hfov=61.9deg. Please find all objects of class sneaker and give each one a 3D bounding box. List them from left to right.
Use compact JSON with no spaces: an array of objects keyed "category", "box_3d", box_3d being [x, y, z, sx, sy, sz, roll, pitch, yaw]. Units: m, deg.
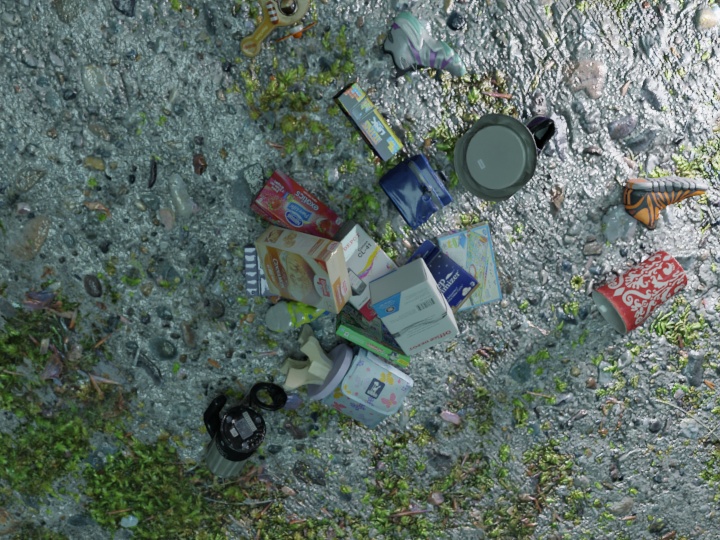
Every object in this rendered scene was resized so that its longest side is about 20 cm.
[{"category":"sneaker","box_3d":[-0.143,0.108,1.506,0.197,0.104,0.078,-18,76,32]},{"category":"sneaker","box_3d":[0.131,-0.468,1.362,0.199,0.078,0.141,37,102,-4]},{"category":"sneaker","box_3d":[0.383,-0.282,1.425,0.075,0.088,0.201,35,101,-13]},{"category":"sneaker","box_3d":[0.757,-0.172,1.502,0.195,0.078,0.115,0,111,7]}]

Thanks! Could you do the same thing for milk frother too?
[{"category":"milk frother","box_3d":[-0.295,0.408,1.558,0.196,0.183,0.189,-4,148,-32]}]

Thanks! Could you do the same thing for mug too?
[{"category":"mug","box_3d":[0.719,0.056,1.552,0.198,0.178,0.135,-35,70,2]}]

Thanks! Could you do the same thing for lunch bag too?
[{"category":"lunch bag","box_3d":[0.015,0.291,1.510,0.168,0.129,0.200,32,133,-13]},{"category":"lunch bag","box_3d":[0.131,-0.189,1.375,0.131,0.200,0.137,-37,101,4]}]

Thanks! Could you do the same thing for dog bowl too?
[{"category":"dog bowl","box_3d":[0.319,-0.266,1.399,0.196,0.058,0.205,11,113,27]}]

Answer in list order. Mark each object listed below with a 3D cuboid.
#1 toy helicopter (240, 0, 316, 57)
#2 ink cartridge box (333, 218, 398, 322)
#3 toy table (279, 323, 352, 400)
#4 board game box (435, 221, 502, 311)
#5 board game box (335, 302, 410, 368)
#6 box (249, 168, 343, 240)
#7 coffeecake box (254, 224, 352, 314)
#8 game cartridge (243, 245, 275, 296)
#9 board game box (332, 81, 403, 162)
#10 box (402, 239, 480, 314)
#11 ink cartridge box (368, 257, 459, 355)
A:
[{"category":"toy helicopter","box_3d":[-0.187,-0.546,1.323,0.132,0.079,0.200,39,111,-23]},{"category":"ink cartridge box","box_3d":[0.000,0.000,1.465,0.148,0.086,0.200,-45,109,-1]},{"category":"toy table","box_3d":[-0.117,0.232,1.500,0.116,0.186,0.201,29,126,-15]},{"category":"board game box","box_3d":[0.276,-0.008,1.525,0.131,0.034,0.204,-15,107,0]},{"category":"board game box","box_3d":[0.031,0.157,1.501,0.197,0.135,0.029,28,111,-12]},{"category":"box","box_3d":[-0.151,-0.133,1.407,0.199,0.099,0.096,37,76,-14]},{"category":"coffeecake box","box_3d":[-0.128,-0.003,1.365,0.196,0.073,0.156,15,135,27]},{"category":"game cartridge","box_3d":[-0.190,-0.002,1.492,0.195,0.039,0.133,-1,111,-4]},{"category":"board game box","box_3d":[0.012,-0.330,1.323,0.056,0.200,0.166,-37,105,5]},{"category":"box","box_3d":[0.191,0.025,1.465,0.199,0.033,0.122,35,101,-30]},{"category":"ink cartridge box","box_3d":[0.126,0.089,1.414,0.143,0.085,0.201,-25,129,13]}]
